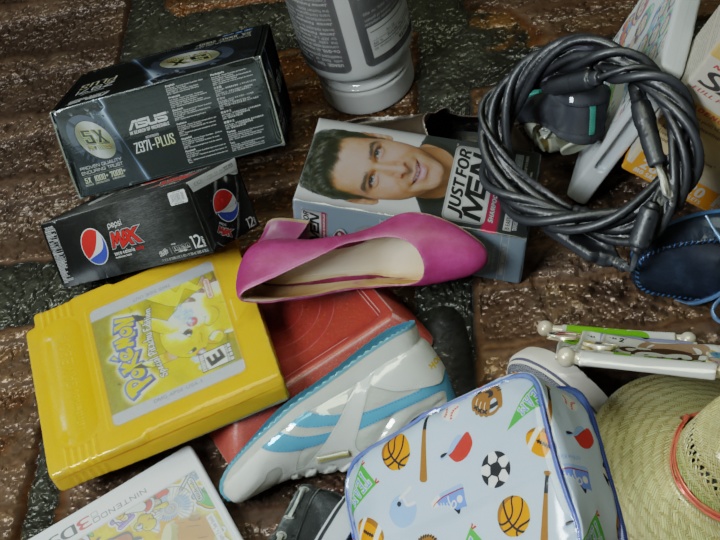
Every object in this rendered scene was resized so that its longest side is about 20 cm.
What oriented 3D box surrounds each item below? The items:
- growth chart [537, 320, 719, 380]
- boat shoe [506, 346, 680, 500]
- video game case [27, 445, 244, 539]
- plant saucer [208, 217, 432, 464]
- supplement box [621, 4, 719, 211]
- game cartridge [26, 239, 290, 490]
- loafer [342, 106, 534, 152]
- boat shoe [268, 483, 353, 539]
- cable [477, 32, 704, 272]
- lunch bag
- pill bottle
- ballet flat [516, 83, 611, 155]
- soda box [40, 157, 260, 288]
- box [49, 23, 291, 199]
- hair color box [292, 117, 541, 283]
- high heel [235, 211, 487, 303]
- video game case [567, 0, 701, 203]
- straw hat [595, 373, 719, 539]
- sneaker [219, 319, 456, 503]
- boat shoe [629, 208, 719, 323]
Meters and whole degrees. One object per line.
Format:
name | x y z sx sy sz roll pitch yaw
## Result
growth chart | 0.203 0.059 1.004 0.142 0.200 0.018 3 94 5
boat shoe | 0.149 0.140 0.995 0.092 0.075 0.200 -29 48 -20
video game case | -0.166 0.247 1.033 0.181 0.023 0.200 -30 48 -10
plant saucer | -0.071 0.043 1.175 0.198 0.037 0.200 -32 49 -11
supplement box | 0.305 -0.129 1.077 0.125 0.201 0.074 27 56 -1
game cartridge | -0.172 0.070 1.136 0.198 0.033 0.177 -21 47 -3
loafer | 0.060 -0.121 1.254 0.197 0.071 0.074 2 50 19
boat shoe | -0.061 0.218 0.959 0.067 0.074 0.200 23 42 13
cable | 0.172 -0.104 1.091 0.050 0.165 0.199 -9 39 -47
lunch bag | 0.079 0.173 0.935 0.199 0.075 0.162 -34 56 32
pill bottle | -0.013 -0.252 1.302 0.111 0.201 0.114 -8 48 9
ballet flat | 0.171 -0.136 1.220 0.072 0.074 0.200 -24 11 -5
soda box | -0.185 -0.040 1.200 0.198 0.064 0.071 -11 15 39
box | -0.171 -0.153 1.299 0.197 0.087 0.164 -14 20 5
hair color box | 0.049 -0.061 1.185 0.197 0.061 0.100 9 52 8
high heel | 0.000 0.000 1.113 0.197 0.068 0.096 9 38 10
video game case | 0.242 -0.182 1.189 0.023 0.183 0.202 24 54 -3
straw hat | 0.255 0.121 0.921 0.198 0.086 0.203 9 51 -11
sneaker | -0.020 0.125 1.057 0.199 0.081 0.077 -35 2 8
boat shoe | 0.308 -0.007 1.070 0.197 0.085 0.069 -8 36 13
